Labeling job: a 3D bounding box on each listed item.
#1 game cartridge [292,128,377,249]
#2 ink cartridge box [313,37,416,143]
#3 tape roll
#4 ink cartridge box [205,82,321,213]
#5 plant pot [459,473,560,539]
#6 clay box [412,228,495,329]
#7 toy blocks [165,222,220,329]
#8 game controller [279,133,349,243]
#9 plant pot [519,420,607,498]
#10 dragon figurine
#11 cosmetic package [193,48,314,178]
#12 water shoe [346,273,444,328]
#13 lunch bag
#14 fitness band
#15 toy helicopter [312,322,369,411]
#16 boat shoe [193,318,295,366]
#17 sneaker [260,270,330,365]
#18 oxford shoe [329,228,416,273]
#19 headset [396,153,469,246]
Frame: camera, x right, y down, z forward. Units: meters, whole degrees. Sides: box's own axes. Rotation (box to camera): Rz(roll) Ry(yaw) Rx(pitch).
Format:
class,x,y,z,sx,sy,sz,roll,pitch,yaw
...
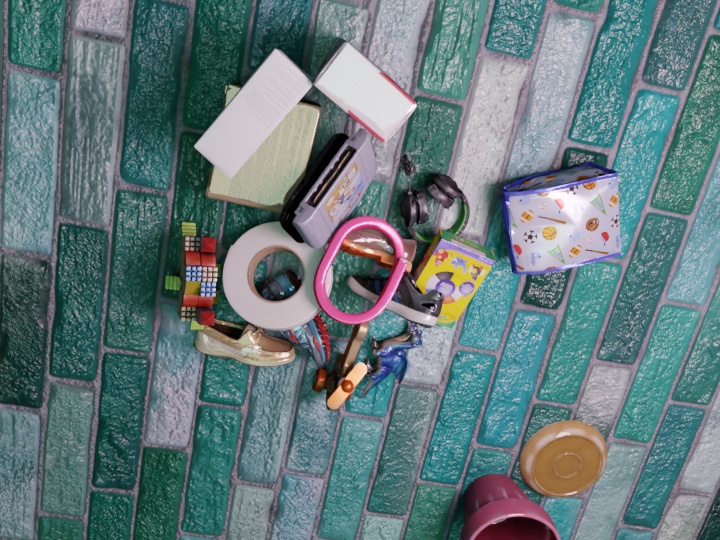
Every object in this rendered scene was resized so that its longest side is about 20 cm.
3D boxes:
class,x,y,z,sx,sy,sz,roll,pitch,yaw
game cartridge,-0.039,-0.136,1.144,0.041,0.133,0.200,30,79,22
ink cartridge box,0.003,-0.299,1.071,0.147,0.200,0.086,37,104,-15
tape roll,-0.152,0.009,1.204,0.202,0.037,0.203,-1,79,3
ink cartridge box,-0.169,-0.212,1.155,0.164,0.075,0.201,14,108,-7
plant pot,0.302,0.539,1.395,0.199,0.179,0.201,-1,109,-3
clay box,0.158,0.029,1.258,0.115,0.048,0.200,21,119,-10
toy blocks,-0.291,0.015,1.170,0.100,0.137,0.201,2,93,-21
game controller,-0.070,-0.143,1.154,0.200,0.042,0.104,-57,147,-8
plant pot,0.452,0.425,1.447,0.199,0.027,0.201,-1,109,-4
dragon figurine,0.063,0.189,1.320,0.099,0.059,0.201,12,107,-8
cosmetic package,-0.168,-0.251,1.046,0.081,0.113,0.200,39,103,-14
water shoe,0.068,0.039,1.232,0.200,0.071,0.079,25,89,28
lunch bag,0.361,-0.094,1.210,0.199,0.124,0.170,-16,111,-7
fitness band,0.000,0.000,1.172,0.143,0.037,0.200,28,80,-7
toy helicopter,-0.027,0.184,1.273,0.079,0.132,0.200,18,106,-12
boat shoe,-0.222,0.136,1.274,0.199,0.074,0.067,9,114,-7
sneaker,-0.127,0.102,1.275,0.095,0.079,0.200,-25,100,11
oxford shoe,0.011,-0.062,1.235,0.200,0.071,0.073,22,82,-11
headset,0.127,-0.126,1.196,0.123,0.094,0.200,-31,120,6
